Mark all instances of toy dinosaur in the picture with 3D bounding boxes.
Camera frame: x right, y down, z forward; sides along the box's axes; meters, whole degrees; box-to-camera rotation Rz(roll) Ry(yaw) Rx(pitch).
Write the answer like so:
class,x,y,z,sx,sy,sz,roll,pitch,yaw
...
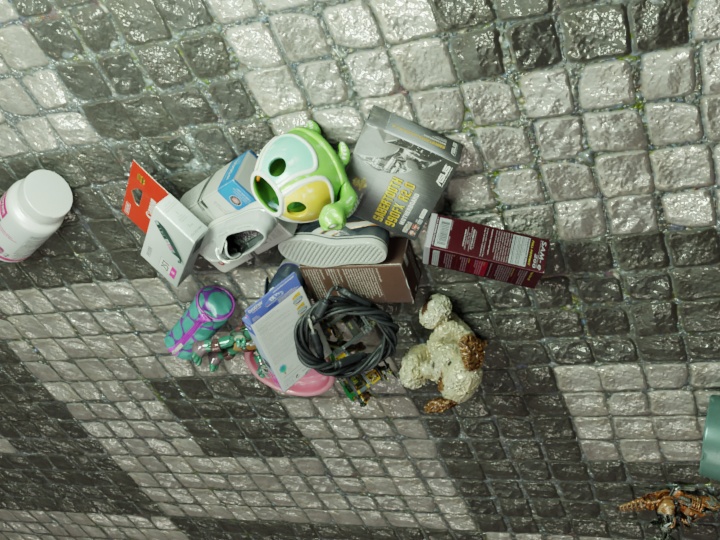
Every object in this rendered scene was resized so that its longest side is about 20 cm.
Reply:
class,x,y,z,sx,sy,sz,roll,pitch,yaw
toy dinosaur,0.670,0.519,1.979,0.197,0.102,0.138,11,119,31

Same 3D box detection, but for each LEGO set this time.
class,x,y,z,sx,sy,sz,roll,pitch,yaw
LEGO set,-0.007,0.151,1.776,0.201,0.115,0.154,54,165,9

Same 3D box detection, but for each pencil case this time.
class,x,y,z,sx,sy,sz,roll,pitch,yaw
pencil case,-0.330,0.110,1.866,0.085,0.093,0.200,40,136,-4

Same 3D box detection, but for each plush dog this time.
class,x,y,z,sx,sy,sz,roll,pitch,yaw
plush dog,0.172,0.169,1.669,0.158,0.173,0.202,13,119,-15

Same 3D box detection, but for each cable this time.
class,x,y,z,sx,sy,sz,roll,pitch,yaw
cable,-0.020,0.125,1.636,0.199,0.051,0.164,30,101,-30

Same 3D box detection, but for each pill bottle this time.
class,x,y,z,sx,sy,sz,roll,pitch,yaw
pill bottle,-0.628,-0.103,1.718,0.113,0.114,0.199,38,136,-23

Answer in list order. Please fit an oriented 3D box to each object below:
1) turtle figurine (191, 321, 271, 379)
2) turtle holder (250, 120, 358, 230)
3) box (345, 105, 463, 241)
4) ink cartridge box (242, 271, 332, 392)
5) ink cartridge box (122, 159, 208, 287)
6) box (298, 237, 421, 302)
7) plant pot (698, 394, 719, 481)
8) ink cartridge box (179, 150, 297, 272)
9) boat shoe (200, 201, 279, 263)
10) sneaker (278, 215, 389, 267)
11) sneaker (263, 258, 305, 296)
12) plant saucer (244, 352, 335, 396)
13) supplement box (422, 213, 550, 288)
class,x,y,z,sx,sy,sz,roll,pitch,yaw
turtle figurine,-0.228,0.153,1.813,0.197,0.102,0.150,-13,138,20
turtle holder,-0.088,-0.129,1.428,0.187,0.131,0.141,56,148,5
box,0.055,-0.151,1.460,0.156,0.049,0.201,22,140,-6
ink cartridge box,-0.134,0.106,1.628,0.042,0.119,0.202,30,150,45
ink cartridge box,-0.354,-0.077,1.581,0.173,0.044,0.200,42,150,1
box,0.000,0.000,1.635,0.197,0.076,0.101,1,137,22
plant pot,0.721,0.316,1.644,0.193,0.202,0.202,8,140,23
ink cartridge box,-0.218,-0.098,1.593,0.198,0.085,0.146,-24,124,40
boat shoe,-0.210,-0.048,1.524,0.198,0.069,0.072,-19,127,39
sneaker,-0.042,-0.056,1.578,0.196,0.080,0.079,1,143,17
sneaker,-0.151,0.088,1.730,0.079,0.148,0.202,15,139,3
plant saucer,-0.144,0.187,1.916,0.197,0.051,0.202,11,139,10
supplement box,0.204,-0.031,1.504,0.197,0.062,0.109,14,166,5
